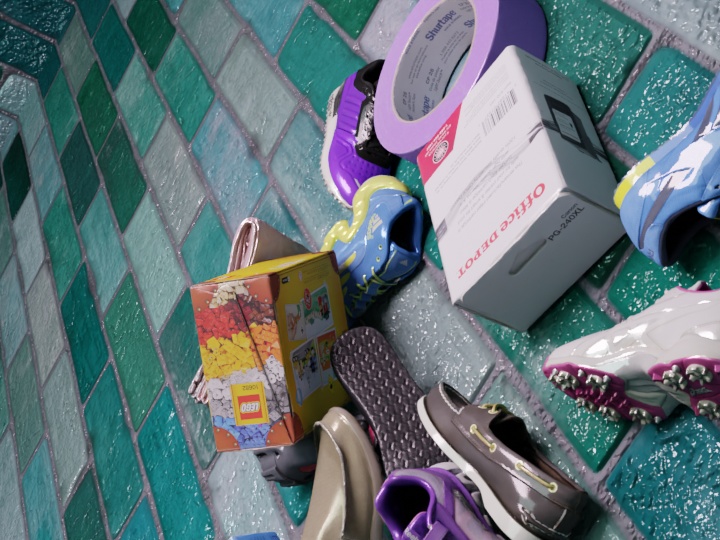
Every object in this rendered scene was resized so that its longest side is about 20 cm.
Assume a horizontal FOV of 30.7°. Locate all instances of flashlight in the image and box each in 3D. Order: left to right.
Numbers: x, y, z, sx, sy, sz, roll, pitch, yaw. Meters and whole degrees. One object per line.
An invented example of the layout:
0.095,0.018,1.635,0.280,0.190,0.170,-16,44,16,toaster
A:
-0.025,0.174,1.253,0.200,0.067,0.068,-27,80,56,flashlight

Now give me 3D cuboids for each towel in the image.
-0.109,0.053,1.377,0.200,0.032,0.193,32,-105,-73,towel

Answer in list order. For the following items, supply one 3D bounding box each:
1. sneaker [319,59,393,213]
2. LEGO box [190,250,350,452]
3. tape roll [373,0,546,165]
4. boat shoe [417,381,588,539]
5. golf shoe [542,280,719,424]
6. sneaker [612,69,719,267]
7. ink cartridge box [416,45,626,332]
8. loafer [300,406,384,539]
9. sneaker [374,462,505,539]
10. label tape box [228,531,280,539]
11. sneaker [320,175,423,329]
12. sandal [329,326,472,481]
0.012,-0.152,1.415,0.099,0.069,0.202,-39,39,37,sneaker
-0.075,0.069,1.221,0.076,0.200,0.151,-7,94,17,LEGO box
0.096,-0.197,1.306,0.200,0.065,0.202,-40,39,42,tape roll
0.111,0.142,1.030,0.061,0.071,0.201,-56,37,11,boat shoe
0.212,0.056,0.927,0.199,0.075,0.092,-9,47,56,golf shoe
0.266,-0.086,0.937,0.200,0.065,0.079,-51,43,28,sneaker
0.134,-0.070,1.124,0.145,0.083,0.201,-48,34,31,ink cartridge box
-0.019,0.219,1.120,0.076,0.068,0.202,165,98,-67,loafer
0.075,0.218,0.990,0.081,0.088,0.200,-54,45,12,sneaker
-0.114,0.362,1.206,0.144,0.066,0.201,50,118,30,label tape box
0.000,0.000,1.317,0.105,0.075,0.202,26,92,61,sneaker
0.038,0.136,1.143,0.075,0.045,0.201,-25,58,-9,sandal
